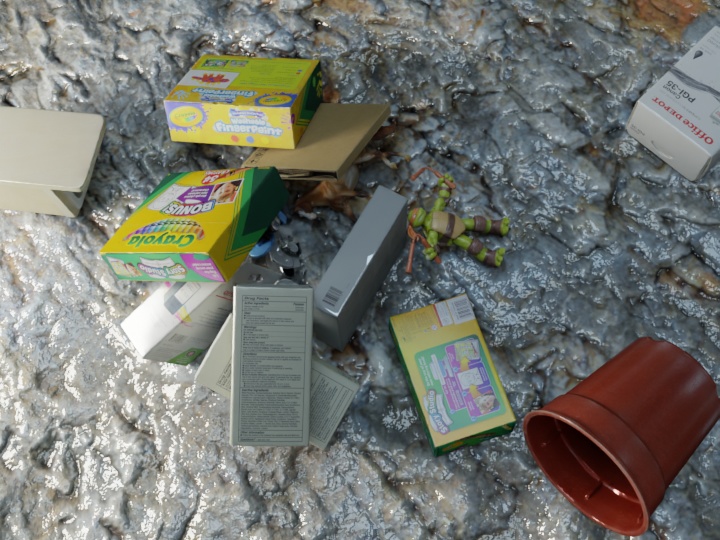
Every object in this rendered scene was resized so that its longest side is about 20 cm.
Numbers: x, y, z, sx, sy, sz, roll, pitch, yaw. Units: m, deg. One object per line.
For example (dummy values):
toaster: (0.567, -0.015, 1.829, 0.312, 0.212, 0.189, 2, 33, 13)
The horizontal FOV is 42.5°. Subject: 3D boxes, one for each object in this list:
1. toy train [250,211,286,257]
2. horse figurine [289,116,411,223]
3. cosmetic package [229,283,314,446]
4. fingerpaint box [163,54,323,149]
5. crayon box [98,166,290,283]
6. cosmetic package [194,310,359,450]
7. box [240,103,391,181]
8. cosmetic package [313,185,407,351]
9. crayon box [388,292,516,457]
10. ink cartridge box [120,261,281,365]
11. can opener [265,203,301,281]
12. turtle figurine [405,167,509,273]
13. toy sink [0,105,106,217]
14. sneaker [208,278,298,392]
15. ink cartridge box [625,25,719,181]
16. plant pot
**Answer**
toy train: (-0.203, -0.072, 1.350, 0.199, 0.087, 0.115, -14, 55, 25)
horse figurine: (-0.007, -0.147, 1.422, 0.132, 0.050, 0.200, 20, 76, 28)
cosmetic package: (-0.113, 0.118, 1.177, 0.103, 0.073, 0.201, 3, 92, -7)
fingerpaint box: (-0.175, -0.261, 1.424, 0.199, 0.074, 0.167, 5, 38, 12)
crayon box: (-0.220, -0.062, 1.229, 0.199, 0.058, 0.173, 0, 42, 34)
cosmetic package: (-0.112, 0.146, 1.251, 0.200, 0.071, 0.105, 31, 89, -7)
box: (-0.064, -0.197, 1.395, 0.163, 0.021, 0.200, 5, 39, 26)
cosmetic package: (0.000, 0.000, 1.311, 0.052, 0.151, 0.200, 26, 70, 14)
crayon box: (0.125, 0.145, 1.294, 0.118, 0.058, 0.201, -17, 68, -5)
ink cartridge box: (-0.218, 0.040, 1.286, 0.200, 0.117, 0.067, -42, 68, 9)
can opener: (-0.137, -0.078, 1.397, 0.053, 0.066, 0.201, 11, 51, -40)
turtle figurine: (0.133, -0.054, 1.366, 0.161, 0.064, 0.200, 18, 53, -7)
toy sink: (-0.480, -0.164, 1.421, 0.199, 0.112, 0.131, 5, 67, 10)
sneaker: (-0.151, 0.092, 1.331, 0.200, 0.075, 0.087, -45, 32, -3)
ink cartridge box: (0.536, -0.258, 1.435, 0.200, 0.083, 0.146, -43, 72, -15)
plant pot: (0.349, 0.200, 1.200, 0.195, 0.201, 0.201, -38, 71, -21)
